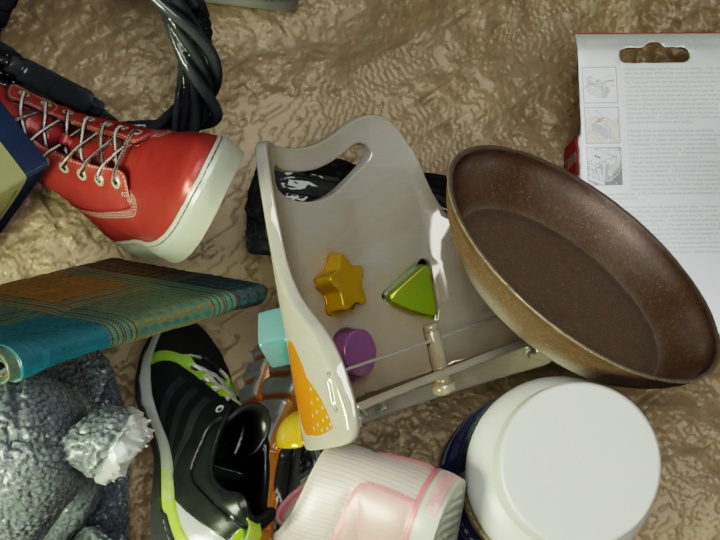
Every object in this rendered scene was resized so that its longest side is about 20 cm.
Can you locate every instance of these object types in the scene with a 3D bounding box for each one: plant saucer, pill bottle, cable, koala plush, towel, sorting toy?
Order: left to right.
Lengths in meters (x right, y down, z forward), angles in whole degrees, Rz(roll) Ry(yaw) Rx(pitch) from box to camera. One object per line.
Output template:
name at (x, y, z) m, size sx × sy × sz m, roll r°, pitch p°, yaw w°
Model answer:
koala plush at (-0.207, 0.105, 1.506) m, size 0.176 × 0.200 × 0.185 m, roll 7°, pitch 80°, yaw -5°
towel at (-0.173, 0.027, 1.514) m, size 0.199 × 0.146 × 0.022 m, roll -15°, pitch 108°, yaw -44°
cable at (-0.169, -0.142, 1.582) m, size 0.162 × 0.051 × 0.201 m, roll -11°, pitch 120°, yaw 14°
sorting toy at (0.000, 0.000, 1.531) m, size 0.200 × 0.107 × 0.181 m, roll -17°, pitch 91°, yaw -48°
pill bottle at (0.113, 0.124, 1.540) m, size 0.115 × 0.200 × 0.116 m, roll 1°, pitch 81°, yaw -6°
plant saucer at (0.126, 0.005, 1.539) m, size 0.200 × 0.200 × 0.037 m, roll 37°, pitch 118°, yaw 0°

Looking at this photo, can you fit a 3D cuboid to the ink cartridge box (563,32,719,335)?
ink cartridge box at (0.188, -0.050, 1.653) m, size 0.108 × 0.050 × 0.201 m, roll -1°, pitch 80°, yaw -6°

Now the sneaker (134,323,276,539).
sneaker at (-0.081, 0.098, 1.544) m, size 0.072 × 0.083 × 0.201 m, roll 28°, pitch 36°, yaw -35°

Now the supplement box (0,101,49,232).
supplement box at (-0.334, -0.065, 1.512) m, size 0.200 × 0.134 × 0.200 m, roll -35°, pitch 84°, yaw -37°

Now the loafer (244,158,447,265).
loafer at (0.024, -0.025, 1.628) m, size 0.199 × 0.068 × 0.071 m, roll 9°, pitch 110°, yaw -10°

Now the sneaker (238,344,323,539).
sneaker at (-0.035, 0.111, 1.596) m, size 0.077 × 0.078 × 0.201 m, roll 19°, pitch 79°, yaw -23°

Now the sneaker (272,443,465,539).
sneaker at (-0.001, 0.177, 1.543) m, size 0.104 × 0.201 × 0.075 m, roll 19°, pitch 47°, yaw 12°

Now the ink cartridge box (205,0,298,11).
ink cartridge box at (-0.113, -0.279, 1.637) m, size 0.175 × 0.084 × 0.201 m, roll 5°, pitch 81°, yaw -5°

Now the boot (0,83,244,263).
boot at (-0.156, -0.069, 1.525) m, size 0.144 × 0.200 × 0.073 m, roll 33°, pitch 74°, yaw -16°
